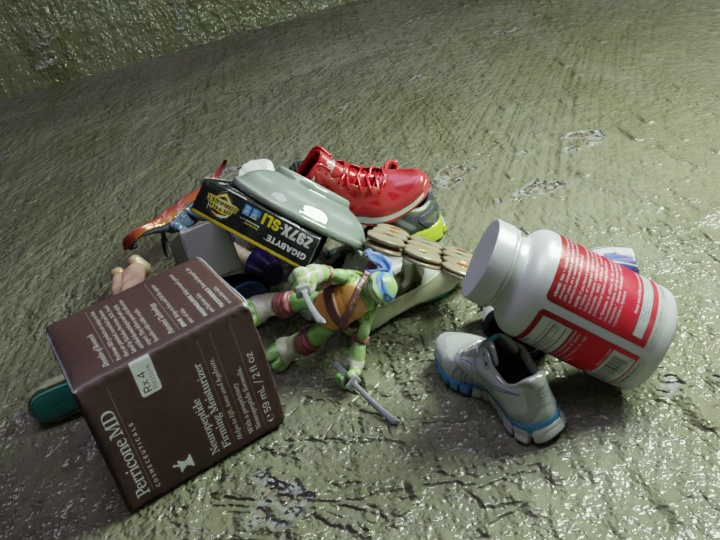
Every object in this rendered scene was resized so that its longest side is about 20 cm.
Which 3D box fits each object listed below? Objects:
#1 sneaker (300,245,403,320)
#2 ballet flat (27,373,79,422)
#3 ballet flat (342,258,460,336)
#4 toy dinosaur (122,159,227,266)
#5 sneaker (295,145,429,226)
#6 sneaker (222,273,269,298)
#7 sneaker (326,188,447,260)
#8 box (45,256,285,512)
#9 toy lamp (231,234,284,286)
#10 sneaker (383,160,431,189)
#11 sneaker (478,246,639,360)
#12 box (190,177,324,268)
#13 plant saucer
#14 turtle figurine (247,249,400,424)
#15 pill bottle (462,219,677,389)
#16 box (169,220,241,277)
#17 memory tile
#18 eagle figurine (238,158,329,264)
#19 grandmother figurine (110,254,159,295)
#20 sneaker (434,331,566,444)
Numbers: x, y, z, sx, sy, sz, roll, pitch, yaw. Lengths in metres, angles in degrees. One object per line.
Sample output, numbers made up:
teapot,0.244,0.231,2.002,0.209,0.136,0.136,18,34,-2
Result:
sneaker,0.000,0.000,1.105,0.197,0.072,0.073,-25,30,-17
ballet flat,-0.335,0.137,1.039,0.195,0.069,0.062,-16,18,-2
ballet flat,0.056,0.019,1.051,0.197,0.071,0.069,-29,31,-24
toy dinosaur,-0.314,-0.088,1.345,0.103,0.206,0.179,-8,-7,43
sneaker,-0.008,-0.124,1.128,0.195,0.116,0.080,-16,49,17
sneaker,-0.220,0.059,1.125,0.195,0.072,0.078,-18,15,-6
sneaker,0.034,-0.062,1.187,0.197,0.083,0.074,-26,30,-19
box,-0.218,0.118,0.903,0.197,0.169,0.163,-27,31,-21
toy lamp,-0.178,-0.022,1.249,0.057,0.059,0.199,-27,31,-22
sneaker,0.046,-0.142,1.317,0.197,0.087,0.076,16,40,44
sneaker,0.223,0.048,0.918,0.195,0.082,0.116,-12,31,21
box,-0.122,-0.063,1.043,0.157,0.050,0.200,29,5,-2
plant saucer,-0.070,-0.091,1.051,0.197,0.051,0.200,27,6,-3
turtle figurine,-0.055,0.069,0.926,0.191,0.143,0.204,-18,52,37
pill bottle,0.207,0.030,0.814,0.196,0.114,0.113,26,32,-5
box,-0.231,-0.024,1.176,0.067,0.084,0.199,-23,6,-17
memory tile,0.082,-0.027,1.037,0.150,0.017,0.200,19,10,3
eagle figurine,-0.094,-0.096,1.268,0.148,0.156,0.198,-10,15,-37
grandmother figurine,-0.346,0.048,1.213,0.121,0.061,0.201,-41,30,11
sneaker,0.142,0.096,0.854,0.074,0.088,0.199,-28,30,-20
